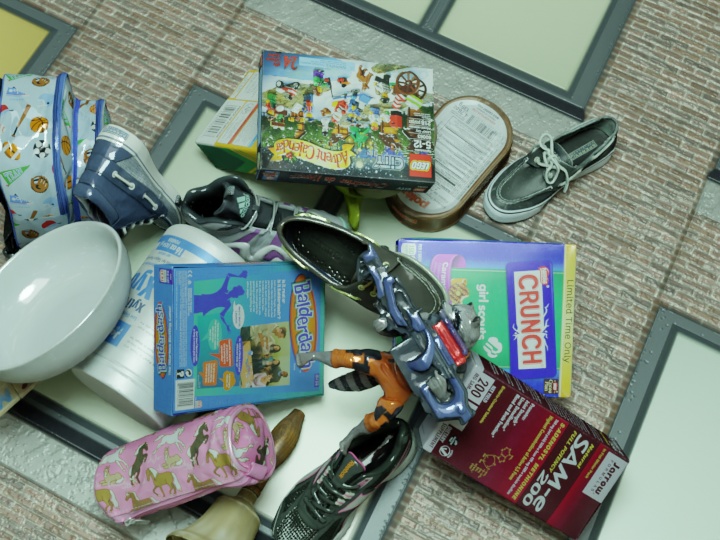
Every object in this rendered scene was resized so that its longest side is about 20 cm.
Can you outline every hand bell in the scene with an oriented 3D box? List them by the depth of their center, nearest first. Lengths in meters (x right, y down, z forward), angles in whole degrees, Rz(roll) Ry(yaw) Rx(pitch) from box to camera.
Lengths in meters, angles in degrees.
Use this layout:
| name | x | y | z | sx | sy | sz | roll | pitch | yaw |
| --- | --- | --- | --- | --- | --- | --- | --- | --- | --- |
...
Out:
| name | x | y | z | sx | sy | sz | roll | pitch | yaw |
| --- | --- | --- | --- | --- | --- | --- | --- | --- | --- |
| hand bell | -0.115 | 0.233 | 1.095 | 0.103 | 0.105 | 0.201 | 26 | 58 | 9 |

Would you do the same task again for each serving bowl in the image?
| name | x | y | z | sx | sy | sz | roll | pitch | yaw |
| --- | --- | --- | --- | --- | --- | --- | --- | --- | --- |
| serving bowl | -0.322 | 0.042 | 1.070 | 0.198 | 0.066 | 0.202 | -18 | 43 | 18 |

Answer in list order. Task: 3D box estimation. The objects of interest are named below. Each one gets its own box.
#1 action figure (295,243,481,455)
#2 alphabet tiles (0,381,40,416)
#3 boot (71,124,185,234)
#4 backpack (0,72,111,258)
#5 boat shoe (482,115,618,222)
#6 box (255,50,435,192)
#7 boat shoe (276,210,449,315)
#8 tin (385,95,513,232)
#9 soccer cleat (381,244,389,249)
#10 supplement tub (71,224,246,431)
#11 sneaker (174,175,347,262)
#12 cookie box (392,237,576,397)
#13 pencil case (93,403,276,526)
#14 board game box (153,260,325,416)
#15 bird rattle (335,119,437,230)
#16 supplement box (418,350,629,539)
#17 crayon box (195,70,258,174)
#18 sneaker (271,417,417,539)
| name | x | y | z | sx | sy | sz | roll | pitch | yaw |
| --- | --- | --- | --- | --- | --- | --- | --- | --- | --- |
| action figure | 0.033 | 0.074 | 1.034 | 0.191 | 0.105 | 0.202 | -24 | 89 | 12 |
| alphabet tiles | -0.358 | 0.058 | 1.134 | 0.200 | 0.008 | 0.167 | -44 | 40 | -12 |
| boot | -0.265 | -0.076 | 1.149 | 0.072 | 0.201 | 0.091 | 18 | 69 | 22 |
| backpack | -0.364 | -0.132 | 1.171 | 0.152 | 0.191 | 0.203 | -9 | 67 | -6 |
| boat shoe | 0.240 | -0.131 | 1.253 | 0.197 | 0.068 | 0.074 | -26 | 70 | -11 |
| box | -0.016 | -0.164 | 1.115 | 0.197 | 0.038 | 0.139 | 3 | 75 | -14 |
| boat shoe | 0.000 | 0.000 | 1.068 | 0.199 | 0.061 | 0.073 | 27 | 97 | 12 |
| tin | 0.112 | -0.139 | 1.271 | 0.111 | 0.042 | 0.200 | 35 | 71 | 17 |
| soccer cleat | 0.060 | 0.025 | 1.189 | 0.197 | 0.068 | 0.082 | 16 | 80 | 4 |
| supplement tub | -0.215 | 0.063 | 1.127 | 0.131 | 0.132 | 0.201 | 28 | 68 | 10 |
| sneaker | -0.119 | -0.062 | 1.159 | 0.197 | 0.140 | 0.079 | -1 | 65 | 9 |
| cookie box | 0.136 | 0.052 | 1.126 | 0.197 | 0.075 | 0.174 | 1 | 92 | -1 |
| pencil case | -0.184 | 0.204 | 1.051 | 0.198 | 0.083 | 0.088 | -23 | 90 | 24 |
| board game box | -0.127 | 0.068 | 1.088 | 0.198 | 0.045 | 0.155 | -1 | 94 | -40 |
| bird rattle | 0.028 | -0.149 | 1.222 | 0.161 | 0.113 | 0.202 | 1 | 55 | 41 |
| supplement box | 0.173 | 0.187 | 1.074 | 0.198 | 0.061 | 0.110 | 31 | 99 | -7 |
| crayon box | -0.095 | -0.177 | 1.217 | 0.198 | 0.052 | 0.126 | 14 | 62 | 45 |
| sneaker | -0.021 | 0.225 | 1.089 | 0.080 | 0.087 | 0.200 | 40 | 73 | 16 |
